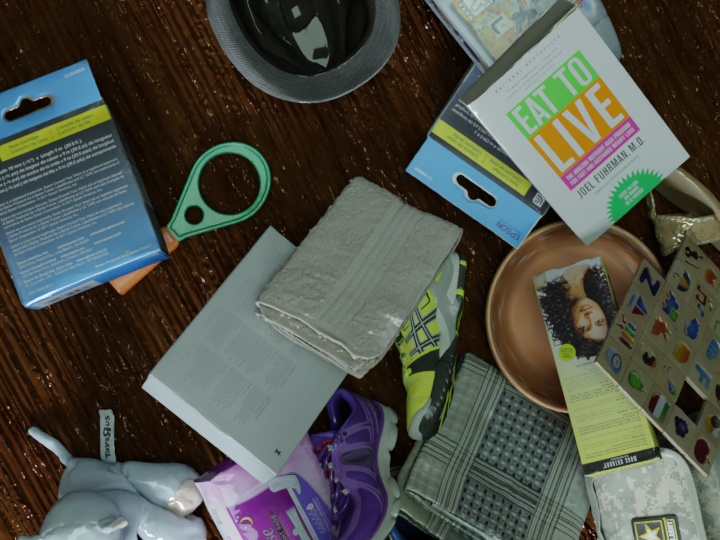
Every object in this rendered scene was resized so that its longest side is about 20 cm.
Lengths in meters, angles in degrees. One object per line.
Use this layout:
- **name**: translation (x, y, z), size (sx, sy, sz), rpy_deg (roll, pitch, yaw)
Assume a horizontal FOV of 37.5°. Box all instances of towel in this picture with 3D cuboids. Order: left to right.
- **towel**: translation (0.000, 0.000, 1.028), size (0.132, 0.035, 0.200), rpy_deg (28, 59, 11)
- **towel**: translation (0.145, 0.205, 1.064), size (0.192, 0.035, 0.201), rpy_deg (34, 60, -6)

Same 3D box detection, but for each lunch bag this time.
- **lunch bag**: translation (0.328, 0.241, 1.072), size (0.199, 0.118, 0.165), rpy_deg (-14, 93, -15)

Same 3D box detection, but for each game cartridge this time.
- **game cartridge**: translation (0.155, -0.254, 1.027), size (0.133, 0.042, 0.200), rpy_deg (-40, 92, 2)

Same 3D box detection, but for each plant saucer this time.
- **plant saucer**: translation (0.225, 0.047, 1.105), size (0.199, 0.037, 0.202), rpy_deg (0, 90, -6)

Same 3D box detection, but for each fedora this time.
- **fedora**: translation (-0.057, -0.253, 1.040), size (0.177, 0.090, 0.200), rpy_deg (-37, 89, -4)

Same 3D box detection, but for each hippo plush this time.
- **hippo plush**: translation (-0.231, 0.241, 1.008), size (0.158, 0.161, 0.201), rpy_deg (-14, 94, -4)

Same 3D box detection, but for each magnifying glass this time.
- **magnifying glass**: translation (-0.175, -0.051, 1.074), size (0.200, 0.022, 0.080), rpy_deg (-42, 95, -4)

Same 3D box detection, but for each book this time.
- **book**: translation (0.205, -0.136, 1.009), size (0.134, 0.048, 0.200), rpy_deg (-43, 116, 8)

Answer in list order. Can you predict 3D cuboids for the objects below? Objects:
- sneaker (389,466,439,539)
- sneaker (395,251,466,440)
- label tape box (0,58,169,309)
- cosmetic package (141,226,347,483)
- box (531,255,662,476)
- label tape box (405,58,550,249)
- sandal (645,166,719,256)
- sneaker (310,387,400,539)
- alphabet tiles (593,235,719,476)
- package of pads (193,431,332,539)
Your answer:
- **sneaker**: translation (0.086, 0.291, 1.080), size (0.074, 0.082, 0.200), rpy_deg (-45, 97, -4)
- **sneaker**: translation (0.061, 0.074, 1.059), size (0.076, 0.076, 0.201), rpy_deg (6, 61, 6)
- **label tape box**: translation (-0.289, -0.082, 1.034), size (0.143, 0.063, 0.201), rpy_deg (-21, 86, -2)
- **cosmetic package**: translation (-0.090, 0.079, 1.028), size (0.151, 0.052, 0.200), rpy_deg (38, 61, -2)
- **box**: translation (0.228, 0.093, 1.025), size (0.075, 0.050, 0.201), rpy_deg (-18, 75, 16)
- **label tape box**: translation (0.154, -0.144, 1.078), size (0.143, 0.066, 0.201), rpy_deg (34, 91, -4)
- **sandal**: translation (0.342, -0.037, 1.093), size (0.211, 0.078, 0.070), rpy_deg (38, 83, -11)
- **sneaker**: translation (-0.016, 0.197, 1.019), size (0.083, 0.201, 0.081), rpy_deg (33, 121, -24)
- **alphabet tiles**: translation (0.315, 0.068, 1.029), size (0.167, 0.008, 0.200), rpy_deg (44, 57, -15)
- **package of pads**: translation (-0.070, 0.263, 1.058), size (0.120, 0.076, 0.201), rpy_deg (-29, 96, -23)
